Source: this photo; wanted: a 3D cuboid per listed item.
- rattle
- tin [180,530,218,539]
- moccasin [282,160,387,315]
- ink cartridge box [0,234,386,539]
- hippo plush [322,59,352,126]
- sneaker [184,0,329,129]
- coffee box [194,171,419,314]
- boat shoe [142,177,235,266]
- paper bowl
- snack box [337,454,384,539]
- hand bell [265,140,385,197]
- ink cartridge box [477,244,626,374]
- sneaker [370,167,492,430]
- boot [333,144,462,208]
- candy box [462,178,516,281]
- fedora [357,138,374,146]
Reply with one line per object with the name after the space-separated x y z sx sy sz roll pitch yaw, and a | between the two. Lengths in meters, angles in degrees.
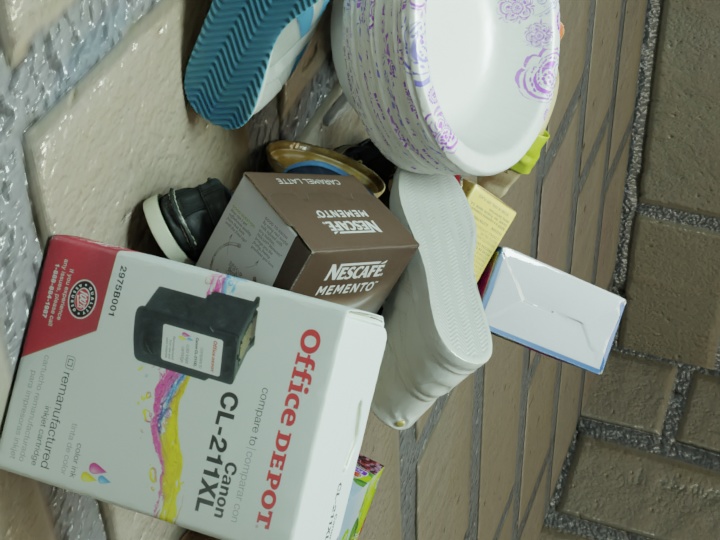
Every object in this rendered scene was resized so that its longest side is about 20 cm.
0.111 -0.175 1.219 0.131 0.140 0.202 97 5 -57 | rattle
-0.117 0.254 1.153 0.200 0.041 0.114 -47 141 -59 | tin
0.000 0.000 1.029 0.200 0.079 0.069 51 39 -38 | moccasin
-0.100 0.073 0.800 0.083 0.197 0.148 22 82 -72 | ink cartridge box
0.045 -0.220 1.121 0.161 0.156 0.204 19 65 -84 | hippo plush
-0.054 -0.193 0.903 0.201 0.076 0.081 -53 -178 35 | sneaker
-0.063 0.036 0.917 0.113 0.080 0.201 -5 134 -49 | coffee box
-0.086 -0.026 0.966 0.075 0.066 0.199 65 11 23 | boat shoe
0.055 -0.171 0.953 0.199 0.103 0.204 -8 100 -51 | paper bowl
-0.059 0.256 1.136 0.200 0.067 0.171 -25 135 -69 | snack box
-0.059 0.005 1.113 0.104 0.103 0.203 -31 144 -66 | hand bell
0.143 0.026 1.256 0.077 0.135 0.200 -67 -163 1 | ink cartridge box
0.031 0.016 0.963 0.116 0.073 0.202 -49 -149 38 | sneaker
0.009 -0.023 1.149 0.073 0.150 0.203 29 69 -32 | boot
0.046 0.010 1.190 0.056 0.116 0.202 31 91 -28 | candy box
0.023 -0.024 1.301 0.200 0.090 0.204 13 90 -73 | fedora
